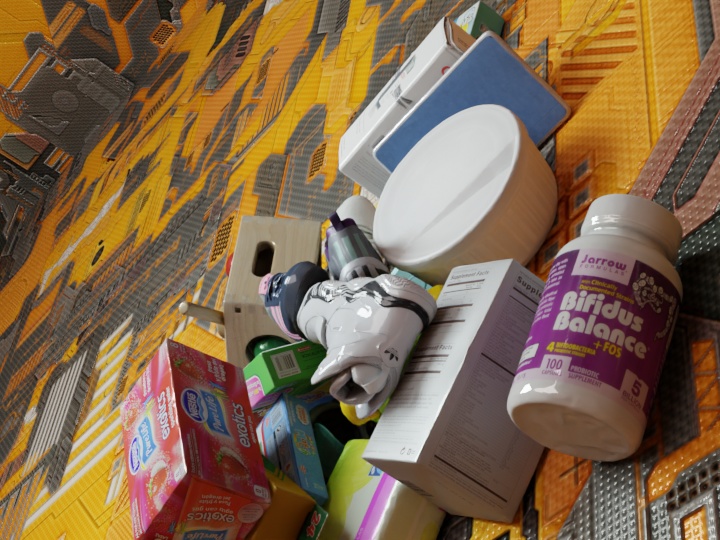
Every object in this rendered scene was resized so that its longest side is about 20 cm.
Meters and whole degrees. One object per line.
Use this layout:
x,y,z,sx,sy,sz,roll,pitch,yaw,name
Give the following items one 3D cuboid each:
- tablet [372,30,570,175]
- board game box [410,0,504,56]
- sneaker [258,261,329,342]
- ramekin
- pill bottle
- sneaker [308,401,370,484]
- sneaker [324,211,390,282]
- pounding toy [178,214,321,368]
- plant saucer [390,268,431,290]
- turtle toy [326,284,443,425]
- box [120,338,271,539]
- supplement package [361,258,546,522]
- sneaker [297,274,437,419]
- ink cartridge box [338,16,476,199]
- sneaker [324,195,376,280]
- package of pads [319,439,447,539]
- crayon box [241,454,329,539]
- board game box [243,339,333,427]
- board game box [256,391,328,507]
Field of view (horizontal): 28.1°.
0.120,-0.152,1.584,0.200,0.130,0.014,-45,7,25,tablet
0.103,-0.229,1.845,0.151,0.047,0.202,-32,33,49,board game box
-0.077,0.029,1.522,0.071,0.082,0.200,-56,-12,-15,sneaker
0.115,-0.064,1.490,0.202,0.094,0.204,-34,33,26,ramekin
0.198,0.043,1.171,0.112,0.112,0.202,-22,41,56,pill bottle
-0.046,0.218,1.516,0.121,0.083,0.201,-47,21,49,sneaker
0.000,0.000,1.526,0.074,0.088,0.200,-22,-17,-6,sneaker
-0.125,0.048,1.722,0.201,0.140,0.185,-82,-5,-48,pounding toy
0.061,0.036,1.600,0.200,0.027,0.201,-46,23,26,plant saucer
0.049,0.093,1.434,0.145,0.102,0.201,-30,31,6,turtle toy
-0.161,0.173,1.370,0.100,0.095,0.201,-53,30,23,box
0.108,0.106,1.280,0.201,0.113,0.109,-62,21,-17,supplement package
-0.015,0.072,1.342,0.199,0.075,0.116,-13,45,56,sneaker
0.089,-0.165,1.648,0.200,0.145,0.085,-47,21,25,ink cartridge box
-0.003,-0.007,1.715,0.081,0.076,0.202,123,156,-59,sneaker
0.004,0.258,1.361,0.154,0.068,0.202,-13,48,61,package of pads
-0.111,0.248,1.381,0.200,0.050,0.128,23,89,62,crayon box
-0.079,0.127,1.589,0.200,0.152,0.041,-43,66,53,board game box
-0.109,0.248,1.476,0.201,0.036,0.152,-54,28,22,board game box
